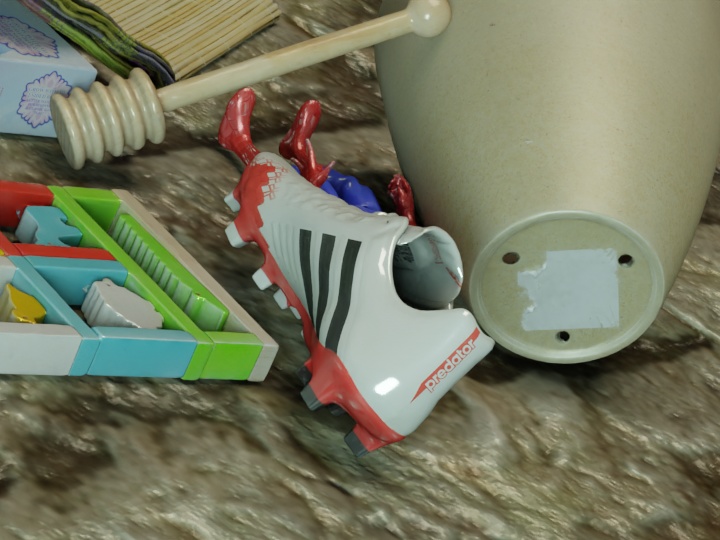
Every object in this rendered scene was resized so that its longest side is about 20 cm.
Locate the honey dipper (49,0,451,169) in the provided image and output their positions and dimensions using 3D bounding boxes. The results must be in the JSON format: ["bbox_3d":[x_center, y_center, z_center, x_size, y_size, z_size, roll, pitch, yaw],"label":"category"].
[{"bbox_3d":[-0.049,-0.094,1.374,0.199,0.038,0.038,-18,36,-15],"label":"honey dipper"}]

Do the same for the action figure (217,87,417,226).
[{"bbox_3d":[-0.006,-0.027,1.390,0.065,0.052,0.200,14,26,-36],"label":"action figure"}]

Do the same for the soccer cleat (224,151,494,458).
[{"bbox_3d":[0.000,0.000,1.256,0.069,0.085,0.200,49,9,-34],"label":"soccer cleat"}]

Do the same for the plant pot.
[{"bbox_3d":[0.099,-0.053,1.415,0.187,0.188,0.200,19,36,-14],"label":"plant pot"}]

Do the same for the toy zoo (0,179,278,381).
[{"bbox_3d":[-0.145,0.001,1.203,0.200,0.021,0.131,4,29,-43],"label":"toy zoo"}]

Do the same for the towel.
[{"bbox_3d":[-0.180,-0.162,1.445,0.200,0.023,0.144,42,4,34],"label":"towel"}]

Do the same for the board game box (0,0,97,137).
[{"bbox_3d":[-0.258,-0.135,1.369,0.199,0.041,0.200,3,30,-45],"label":"board game box"}]

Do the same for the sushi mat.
[{"bbox_3d":[-0.112,-0.146,1.593,0.095,0.012,0.200,27,21,7],"label":"sushi mat"}]
